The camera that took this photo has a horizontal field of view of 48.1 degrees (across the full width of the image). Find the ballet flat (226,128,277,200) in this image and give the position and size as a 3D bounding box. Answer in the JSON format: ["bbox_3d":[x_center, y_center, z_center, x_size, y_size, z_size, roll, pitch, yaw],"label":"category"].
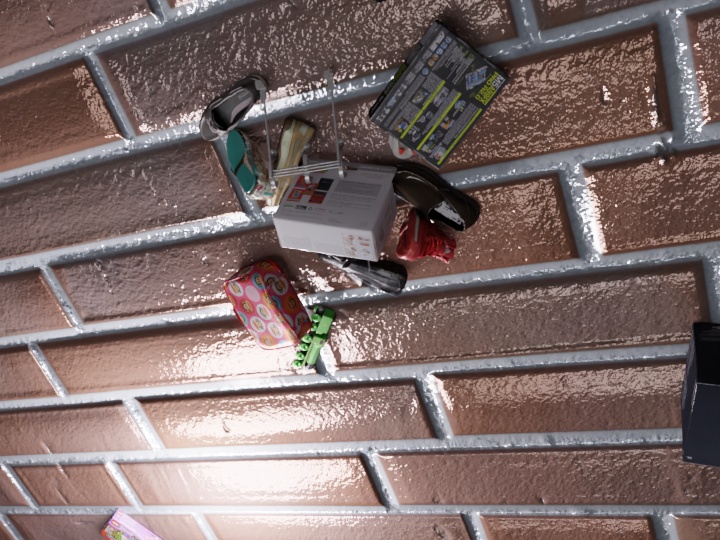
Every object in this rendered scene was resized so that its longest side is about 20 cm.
[{"bbox_3d":[-0.215,-0.203,1.593,0.064,0.201,0.076,17,125,-38],"label":"ballet flat"}]

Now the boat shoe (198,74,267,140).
[{"bbox_3d":[-0.264,-0.314,1.588,0.199,0.057,0.067,-32,107,35],"label":"boat shoe"}]

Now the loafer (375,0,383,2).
[{"bbox_3d":[0.002,-0.537,1.312,0.068,0.070,0.202,-19,110,32],"label":"loafer"}]

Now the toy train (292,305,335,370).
[{"bbox_3d":[-0.107,0.160,1.868,0.056,0.042,0.201,19,129,-5],"label":"toy train"}]

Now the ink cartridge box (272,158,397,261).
[{"bbox_3d":[-0.038,-0.120,1.527,0.198,0.176,0.084,9,141,18],"label":"ink cartridge box"}]

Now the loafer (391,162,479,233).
[{"bbox_3d":[0.135,-0.138,1.542,0.199,0.072,0.073,27,129,2],"label":"loafer"}]

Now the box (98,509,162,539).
[{"bbox_3d":[-0.735,0.869,2.607,0.199,0.039,0.137,38,128,-6],"label":"box"}]

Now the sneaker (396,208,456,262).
[{"bbox_3d":[0.135,-0.054,1.531,0.115,0.200,0.079,26,114,-5],"label":"sneaker"}]

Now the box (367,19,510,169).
[{"bbox_3d":[0.133,-0.299,1.387,0.159,0.044,0.200,31,111,-20],"label":"box"}]

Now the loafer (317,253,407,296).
[{"bbox_3d":[0.000,0.000,1.693,0.199,0.068,0.071,20,121,3],"label":"loafer"}]

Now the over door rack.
[{"bbox_3d":[-0.108,-0.263,1.514,0.146,0.067,0.202,-8,92,6],"label":"over door rack"}]

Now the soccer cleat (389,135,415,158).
[{"bbox_3d":[0.088,-0.302,1.455,0.069,0.078,0.202,3,117,-24],"label":"soccer cleat"}]

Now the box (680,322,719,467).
[{"bbox_3d":[0.669,0.234,1.516,0.103,0.183,0.201,6,125,18],"label":"box"}]

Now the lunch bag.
[{"bbox_3d":[-0.218,0.084,1.815,0.175,0.082,0.201,-16,109,41],"label":"lunch bag"}]

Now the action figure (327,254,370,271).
[{"bbox_3d":[-0.046,-0.083,1.625,0.199,0.119,0.102,33,146,6],"label":"action figure"}]

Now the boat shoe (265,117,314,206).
[{"bbox_3d":[-0.138,-0.205,1.612,0.075,0.072,0.201,15,130,-8],"label":"boat shoe"}]
